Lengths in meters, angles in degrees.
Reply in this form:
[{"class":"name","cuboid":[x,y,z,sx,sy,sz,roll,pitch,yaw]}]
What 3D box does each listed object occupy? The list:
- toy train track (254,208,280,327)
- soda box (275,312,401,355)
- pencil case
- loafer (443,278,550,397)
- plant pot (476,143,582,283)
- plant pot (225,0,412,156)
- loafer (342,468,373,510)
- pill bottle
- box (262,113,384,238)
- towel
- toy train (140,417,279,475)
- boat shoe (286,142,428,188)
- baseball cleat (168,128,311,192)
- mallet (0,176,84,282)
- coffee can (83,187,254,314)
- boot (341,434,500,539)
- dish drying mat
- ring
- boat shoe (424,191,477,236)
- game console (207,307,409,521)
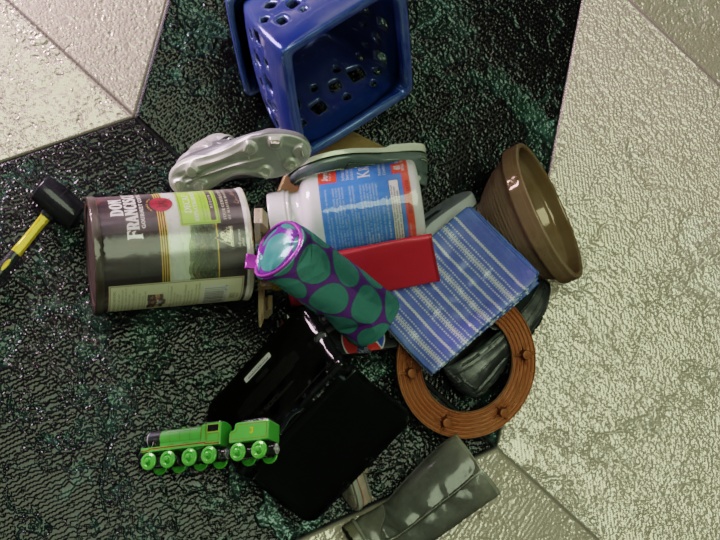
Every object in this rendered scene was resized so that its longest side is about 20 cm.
[{"class":"toy train track","cuboid":[-0.116,-0.006,1.665,0.032,0.201,0.116,-2,53,-2]},{"class":"soda box","cuboid":[-0.009,0.079,1.739,0.197,0.071,0.064,-7,85,-16]},{"class":"pencil case","cuboid":[-0.043,0.020,1.614,0.200,0.092,0.086,38,48,-38]},{"class":"loafer","cuboid":[0.188,0.081,1.789,0.070,0.068,0.201,45,74,-21]},{"class":"plant pot","cuboid":[0.222,-0.064,1.797,0.092,0.201,0.203,-26,85,20]},{"class":"plant pot","cuboid":[-0.062,-0.304,1.730,0.199,0.201,0.180,-33,54,-18]},{"class":"loafer","cuboid":[-0.024,0.210,1.711,0.062,0.072,0.202,-22,82,-25]},{"class":"pill bottle","cuboid":[-0.019,-0.075,1.701,0.197,0.112,0.114,-9,80,0]},{"class":"box","cuboid":[-0.033,-0.095,1.796,0.162,0.021,0.202,25,73,-9]},{"class":"towel","cuboid":[0.119,0.023,1.709,0.200,0.024,0.145,-40,73,-12]},{"class":"toy train","cuboid":[-0.188,0.217,1.626,0.198,0.042,0.057,-9,67,23]},{"class":"boat shoe","cuboid":[-0.001,-0.128,1.761,0.197,0.073,0.063,-9,82,-16]},{"class":"baseball cleat","cuboid":[-0.157,-0.158,1.714,0.197,0.107,0.070,-11,122,11]},{"class":"mallet","cuboid":[-0.428,-0.022,1.673,0.065,0.041,0.201,31,77,-9]},{"class":"coffee can","cuboid":[-0.245,-0.026,1.661,0.197,0.146,0.148,-5,79,-16]},{"class":"boot","cuboid":[0.098,0.341,1.702,0.199,0.073,0.183,-32,87,-14]},{"class":"dish drying mat","cuboid":[0.000,0.000,1.684,0.197,0.077,0.018,-11,36,3]},{"class":"ring","cuboid":[0.143,0.123,1.735,0.198,0.019,0.203,-1,93,-16]},{"class":"boat shoe","cuboid":[0.092,-0.034,1.785,0.199,0.073,0.066,-34,107,-22]},{"class":"game console","cuboid":[-0.069,0.183,1.666,0.200,0.116,0.176,-47,50,11]}]
